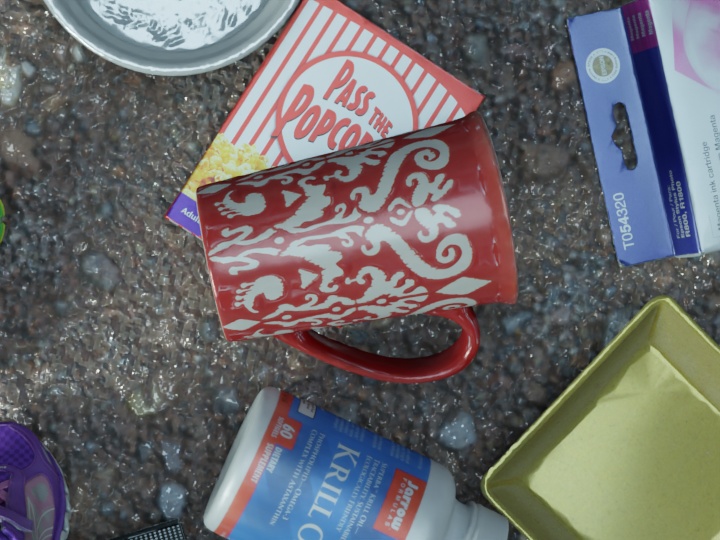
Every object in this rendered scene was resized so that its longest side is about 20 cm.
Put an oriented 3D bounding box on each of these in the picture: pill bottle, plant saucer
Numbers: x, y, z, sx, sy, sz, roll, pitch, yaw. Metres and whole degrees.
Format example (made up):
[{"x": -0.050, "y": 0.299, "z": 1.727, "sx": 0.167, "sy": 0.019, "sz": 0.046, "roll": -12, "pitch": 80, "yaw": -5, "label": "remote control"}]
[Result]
[{"x": -0.001, "y": 0.171, "z": 1.207, "sx": 0.200, "sy": 0.112, "sz": 0.113, "roll": 24, "pitch": 87, "yaw": -5, "label": "pill bottle"}, {"x": 0.219, "y": 0.154, "z": 1.260, "sx": 0.200, "sy": 0.048, "sz": 0.200, "roll": 45, "pitch": 86, "yaw": -3, "label": "plant saucer"}]

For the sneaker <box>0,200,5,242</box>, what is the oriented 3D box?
[{"x": -0.347, "y": -0.015, "z": 1.190, "sx": 0.199, "sy": 0.084, "sz": 0.074, "roll": -10, "pitch": 90, "yaw": -6, "label": "sneaker"}]

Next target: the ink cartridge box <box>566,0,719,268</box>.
[{"x": 0.272, "y": -0.116, "z": 1.271, "sx": 0.199, "sy": 0.043, "sz": 0.197, "roll": -13, "pitch": 91, "yaw": -7, "label": "ink cartridge box"}]

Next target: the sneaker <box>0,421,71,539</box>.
[{"x": -0.246, "y": 0.181, "z": 1.158, "sx": 0.080, "sy": 0.089, "sz": 0.201, "roll": -6, "pitch": 51, "yaw": 1, "label": "sneaker"}]

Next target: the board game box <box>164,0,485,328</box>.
[{"x": -0.026, "y": -0.082, "z": 1.239, "sx": 0.151, "sy": 0.046, "sz": 0.200, "roll": 32, "pitch": 87, "yaw": -5, "label": "board game box"}]

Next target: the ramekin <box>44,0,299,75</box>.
[{"x": -0.133, "y": -0.233, "z": 1.204, "sx": 0.200, "sy": 0.098, "sz": 0.201, "roll": 0, "pitch": 90, "yaw": -5, "label": "ramekin"}]

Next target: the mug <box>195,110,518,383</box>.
[{"x": 0.000, "y": -0.003, "z": 1.155, "sx": 0.199, "sy": 0.133, "sz": 0.178, "roll": -11, "pitch": 90, "yaw": -2, "label": "mug"}]

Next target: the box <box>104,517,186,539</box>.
[{"x": -0.188, "y": 0.288, "z": 1.158, "sx": 0.193, "sy": 0.048, "sz": 0.200, "roll": -16, "pitch": 56, "yaw": -7, "label": "box"}]
